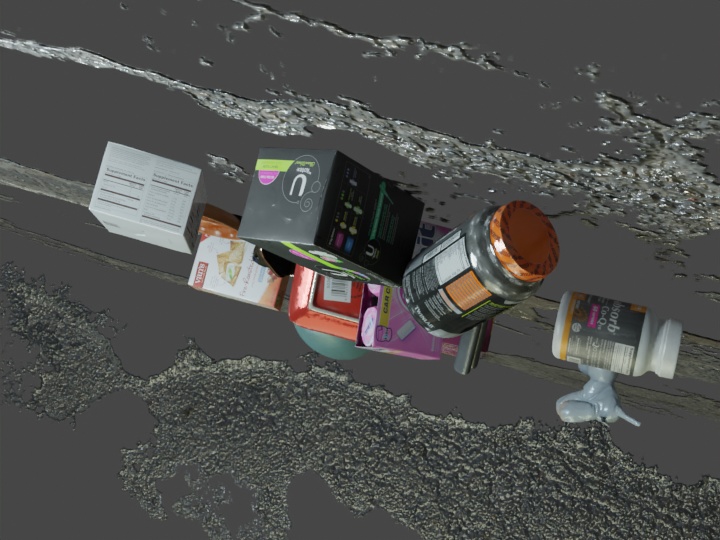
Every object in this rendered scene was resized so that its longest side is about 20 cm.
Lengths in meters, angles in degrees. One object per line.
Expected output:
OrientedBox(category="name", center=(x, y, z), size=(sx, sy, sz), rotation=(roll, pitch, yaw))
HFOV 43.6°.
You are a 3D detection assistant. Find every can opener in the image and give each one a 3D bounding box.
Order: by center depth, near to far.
OrientedBox(category="can opener", center=(0.189, 0.083, 1.578), size=(0.066, 0.204, 0.053), rotation=(27, -146, 29))

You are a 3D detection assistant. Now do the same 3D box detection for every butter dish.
OrientedBox(category="butter dish", center=(0.000, 0.000, 1.458), size=(0.195, 0.204, 0.148), rotation=(14, -166, 5))

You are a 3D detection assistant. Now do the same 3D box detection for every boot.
OrientedBox(category="boot", center=(-0.179, -0.028, 1.707), size=(0.095, 0.076, 0.200), rotation=(9, 171, 19))

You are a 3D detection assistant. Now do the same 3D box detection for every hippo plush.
OrientedBox(category="hippo plush", center=(0.525, 0.258, 2.040), size=(0.155, 0.165, 0.200), rotation=(-1, 179, -4))

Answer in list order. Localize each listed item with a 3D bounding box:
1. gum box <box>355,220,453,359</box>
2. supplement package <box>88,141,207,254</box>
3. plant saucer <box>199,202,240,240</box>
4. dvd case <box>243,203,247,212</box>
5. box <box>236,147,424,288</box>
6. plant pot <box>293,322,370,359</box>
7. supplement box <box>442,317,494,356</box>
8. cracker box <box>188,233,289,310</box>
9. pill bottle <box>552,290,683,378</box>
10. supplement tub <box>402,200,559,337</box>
OrientedBox(category="gum box", center=(0.067, 0.020, 1.313), size=(0.111, 0.205, 0.066), rotation=(12, 170, -23))
OrientedBox(category="supplement package", center=(-0.340, -0.113, 1.470), size=(0.152, 0.113, 0.200), rotation=(16, 171, -5))
OrientedBox(category="plant saucer", center=(-0.313, -0.105, 1.730), size=(0.196, 0.033, 0.200), rotation=(15, 170, 3))
OrientedBox(category="dvd case", center=(-0.120, -0.074, 1.631), size=(0.139, 0.018, 0.200), rotation=(13, 170, 11))
OrientedBox(category="box", center=(-0.036, -0.067, 1.186), size=(0.146, 0.127, 0.198), rotation=(7, 169, 41))
OrientedBox(category="plant pot", center=(-0.058, 0.071, 1.733), size=(0.196, 0.205, 0.134), rotation=(11, -179, 25))
OrientedBox(category="supplement box", center=(0.190, 0.091, 1.734), size=(0.101, 0.134, 0.200), rotation=(14, 172, -2))
OrientedBox(category="cracker box", center=(-0.245, -0.008, 1.868), size=(0.196, 0.137, 0.058), rotation=(13, 171, 13))
OrientedBox(category="pill bottle", center=(0.423, 0.108, 1.483), size=(0.196, 0.119, 0.116), rotation=(11, 170, 18))
OrientedBox(category="supplement tub", center=(0.151, -0.002, 1.136), size=(0.121, 0.125, 0.199), rotation=(19, 149, -26))
